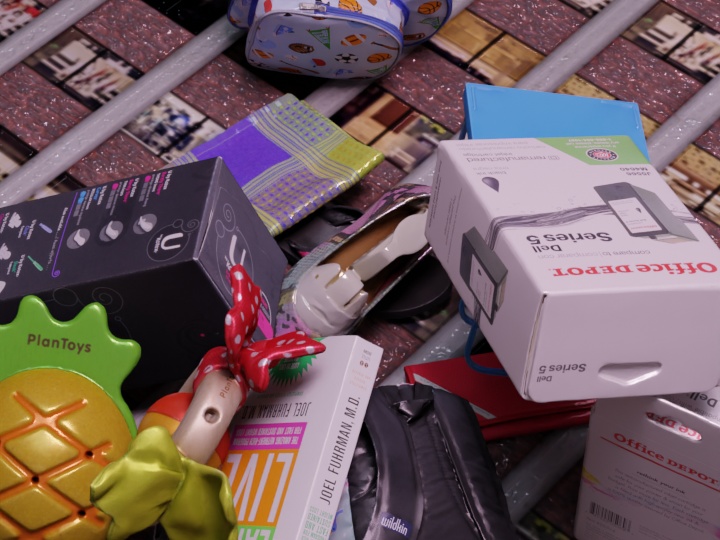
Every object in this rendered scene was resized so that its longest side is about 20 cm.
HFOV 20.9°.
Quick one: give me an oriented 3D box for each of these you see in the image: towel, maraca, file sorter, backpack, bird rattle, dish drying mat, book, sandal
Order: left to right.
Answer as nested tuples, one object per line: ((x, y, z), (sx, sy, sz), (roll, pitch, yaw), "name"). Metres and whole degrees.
((-0.219, 0.119, 1.371), (0.137, 0.107, 0.200), (7, 91, -6), "maraca")
((-0.115, 0.100, 1.305), (0.113, 0.163, 0.200), (25, 66, -16), "bird rattle")
((-0.095, -0.072, 1.588), (0.200, 0.023, 0.144), (-30, 42, -19), "towel")
((-0.057, 0.145, 1.314), (0.048, 0.134, 0.200), (27, 69, -30), "book")
((-0.019, -0.023, 1.554), (0.200, 0.045, 0.075), (28, 55, 21), "sandal")
((-0.015, -0.248, 1.655), (0.190, 0.200, 0.154), (-1, 81, -10), "backpack")
((0.029, 0.178, 1.328), (0.167, 0.127, 0.200), (10, 52, -33), "backpack")
((0.138, 0.087, 1.481), (0.200, 0.018, 0.077), (-9, 50, -7), "dish drying mat")
((0.142, -0.027, 1.487), (0.139, 0.123, 0.200), (6, 44, -9), "file sorter")

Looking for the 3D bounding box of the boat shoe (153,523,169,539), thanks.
((-0.109, 0.118, 1.425), (0.073, 0.068, 0.199), (13, 52, 11), "boat shoe")

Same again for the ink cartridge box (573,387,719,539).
((0.216, 0.129, 1.329), (0.117, 0.200, 0.067), (24, 55, 19), "ink cartridge box")

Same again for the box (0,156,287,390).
((-0.172, 0.011, 1.437), (0.200, 0.122, 0.106), (-12, 44, 22), "box")

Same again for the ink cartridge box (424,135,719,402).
((0.144, -0.006, 1.288), (0.145, 0.084, 0.200), (-3, 33, -18), "ink cartridge box")

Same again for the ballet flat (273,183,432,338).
((0.000, 0.000, 1.471), (0.200, 0.071, 0.069), (-43, 99, -24), "ballet flat")
